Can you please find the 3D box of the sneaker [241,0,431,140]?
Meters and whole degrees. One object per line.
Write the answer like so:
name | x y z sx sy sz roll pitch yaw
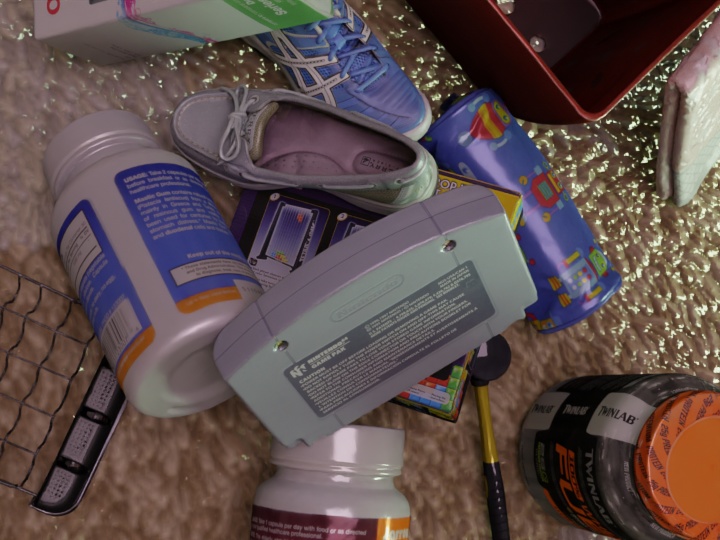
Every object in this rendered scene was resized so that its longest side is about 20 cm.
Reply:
sneaker | -0.030 -0.165 0.864 0.200 0.077 0.076 40 76 6

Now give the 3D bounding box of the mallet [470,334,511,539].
mallet | 0.102 0.139 0.891 0.041 0.066 0.202 -9 87 -14

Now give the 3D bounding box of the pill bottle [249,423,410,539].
pill bottle | -0.024 0.209 0.827 0.113 0.114 0.202 7 83 -13

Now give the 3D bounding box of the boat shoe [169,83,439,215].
boat shoe | -0.044 -0.091 0.814 0.201 0.065 0.075 19 79 15

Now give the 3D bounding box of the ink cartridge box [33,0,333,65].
ink cartridge box | -0.127 -0.236 0.809 0.199 0.087 0.147 -6 83 27

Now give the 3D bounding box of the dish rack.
dish rack | -0.261 0.067 0.814 0.199 0.055 0.154 25 77 -9

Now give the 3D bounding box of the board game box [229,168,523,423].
board game box | 0.000 0.000 0.847 0.199 0.057 0.166 17 78 14

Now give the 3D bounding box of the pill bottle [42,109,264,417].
pill bottle | -0.143 -0.011 0.793 0.111 0.112 0.201 -23 62 -15

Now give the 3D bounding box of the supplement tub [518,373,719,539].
supplement tub | 0.204 0.136 0.847 0.122 0.200 0.124 2 83 -13

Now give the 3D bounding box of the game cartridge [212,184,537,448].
game cartridge | 0.011 0.030 0.738 0.199 0.133 0.041 -31 55 0

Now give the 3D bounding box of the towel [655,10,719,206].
towel | 0.301 -0.165 0.915 0.032 0.191 0.200 34 76 22

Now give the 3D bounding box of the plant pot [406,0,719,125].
plant pot | 0.140 -0.228 0.881 0.200 0.176 0.200 -42 96 -14

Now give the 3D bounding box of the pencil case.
pencil case | 0.117 -0.047 0.907 0.201 0.087 0.078 55 46 -5
